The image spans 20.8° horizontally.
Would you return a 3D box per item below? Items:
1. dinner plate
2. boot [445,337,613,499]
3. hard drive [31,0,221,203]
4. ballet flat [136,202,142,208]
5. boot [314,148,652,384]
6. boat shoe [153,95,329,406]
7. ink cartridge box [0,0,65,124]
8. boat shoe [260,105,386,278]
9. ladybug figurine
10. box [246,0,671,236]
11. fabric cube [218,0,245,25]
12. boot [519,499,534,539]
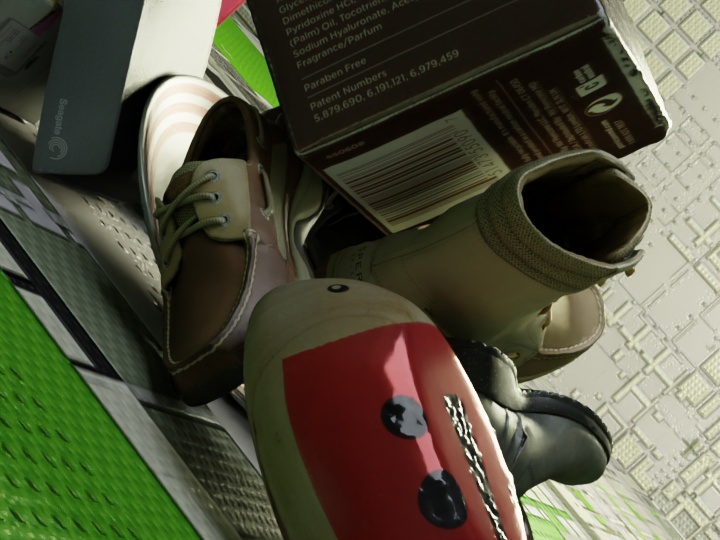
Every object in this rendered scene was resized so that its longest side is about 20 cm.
[{"bbox_3d":[-0.067,-0.006,1.032,0.200,0.024,0.201,51,27,-37],"label":"dinner plate"},{"bbox_3d":[0.061,0.119,1.001,0.067,0.132,0.200,4,-16,32],"label":"boot"},{"bbox_3d":[-0.113,-0.138,1.028,0.042,0.202,0.135,12,-3,14],"label":"hard drive"},{"bbox_3d":[-0.092,-0.045,1.186,0.071,0.067,0.200,63,9,7],"label":"ballet flat"},{"bbox_3d":[0.096,-0.001,1.002,0.199,0.155,0.074,11,62,-42],"label":"boot"},{"bbox_3d":[-0.068,-0.015,0.924,0.074,0.075,0.201,50,23,-23],"label":"boat shoe"},{"bbox_3d":[-0.211,-0.154,0.978,0.117,0.067,0.200,49,4,14],"label":"ink cartridge box"},{"bbox_3d":[0.000,0.000,1.053,0.057,0.066,0.202,-23,-95,53],"label":"boat shoe"},{"bbox_3d":[0.018,0.090,0.812,0.135,0.072,0.202,8,58,-63],"label":"ladybug figurine"},{"bbox_3d":[0.039,-0.149,1.004,0.166,0.163,0.202,36,33,-65],"label":"box"},{"bbox_3d":[-0.210,-0.478,2.546,0.200,0.200,0.196,52,6,27],"label":"fabric cube"},{"bbox_3d":[0.021,0.107,1.102,0.075,0.074,0.201,-4,49,-48],"label":"boot"}]
